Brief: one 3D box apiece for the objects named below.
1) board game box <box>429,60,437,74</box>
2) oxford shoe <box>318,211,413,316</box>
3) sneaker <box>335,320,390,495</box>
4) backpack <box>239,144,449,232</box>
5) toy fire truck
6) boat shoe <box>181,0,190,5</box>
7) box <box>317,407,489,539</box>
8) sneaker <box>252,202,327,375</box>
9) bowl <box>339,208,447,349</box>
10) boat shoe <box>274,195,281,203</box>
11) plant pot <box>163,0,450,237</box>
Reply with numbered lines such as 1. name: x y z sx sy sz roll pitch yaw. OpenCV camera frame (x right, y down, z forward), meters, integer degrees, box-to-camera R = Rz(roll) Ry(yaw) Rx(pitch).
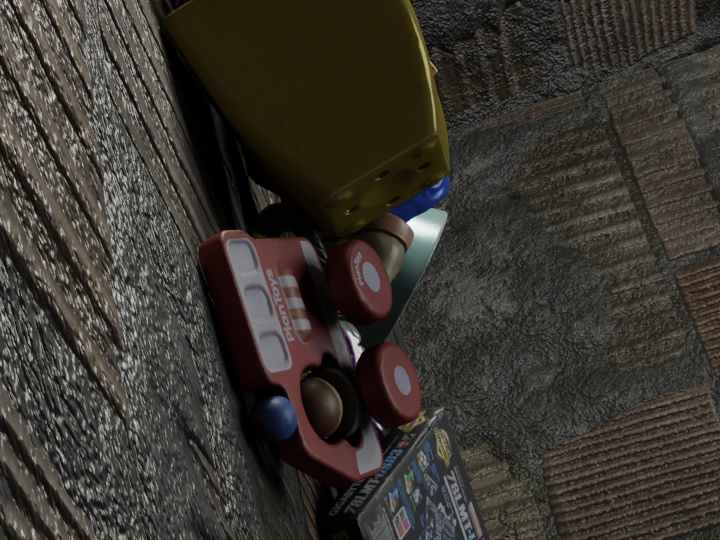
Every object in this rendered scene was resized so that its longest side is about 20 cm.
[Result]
1. board game box: 0.007 -0.233 1.591 0.096 0.030 0.200 50 -9 -25
2. oxford shoe: -0.030 0.008 1.458 0.200 0.070 0.074 -31 -145 54
3. sneaker: -0.023 0.146 1.500 0.083 0.080 0.201 -12 80 -67
4. backpack: -0.004 -0.109 1.555 0.200 0.162 0.169 33 -30 50
5. toy fire truck: -0.048 0.067 1.201 0.168 0.111 0.202 -5 76 -62
6. boat shoe: -0.151 -0.283 1.444 0.202 0.063 0.074 63 37 -27
7. box: 0.051 0.260 1.457 0.199 0.049 0.201 -46 123 -54
8. sneaker: -0.060 0.036 1.404 0.076 0.075 0.202 -144 -140 -68
9. bowl: 0.000 0.000 1.688 0.105 0.202 0.201 30 9 -4
10. boat shoe: -0.007 -0.100 1.748 0.073 0.199 0.064 100 -29 -72
11. plant pot: -0.021 -0.149 1.364 0.201 0.195 0.194 59 -1 17
